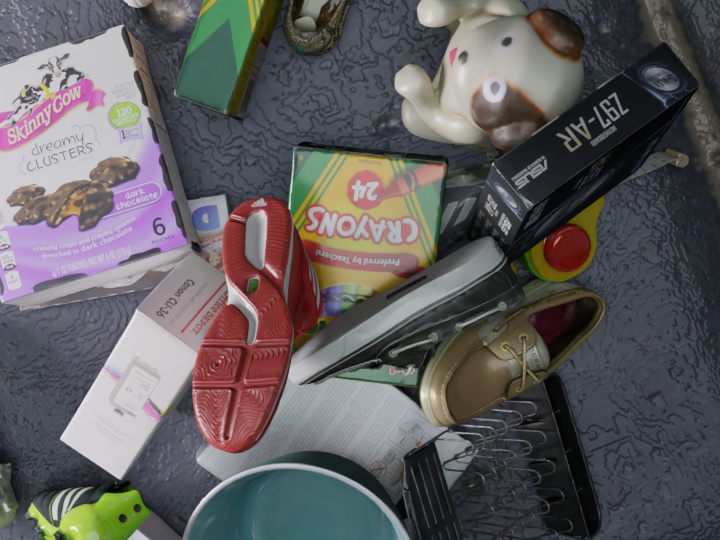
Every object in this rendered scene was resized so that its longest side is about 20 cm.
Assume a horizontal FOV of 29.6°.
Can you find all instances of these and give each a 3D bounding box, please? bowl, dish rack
[{"bbox_3d":[-0.042,0.233,1.145,0.200,0.105,0.201,2,107,8],"label":"bowl"},{"bbox_3d":[0.117,0.188,1.156,0.054,0.200,0.154,-13,97,44],"label":"dish rack"}]

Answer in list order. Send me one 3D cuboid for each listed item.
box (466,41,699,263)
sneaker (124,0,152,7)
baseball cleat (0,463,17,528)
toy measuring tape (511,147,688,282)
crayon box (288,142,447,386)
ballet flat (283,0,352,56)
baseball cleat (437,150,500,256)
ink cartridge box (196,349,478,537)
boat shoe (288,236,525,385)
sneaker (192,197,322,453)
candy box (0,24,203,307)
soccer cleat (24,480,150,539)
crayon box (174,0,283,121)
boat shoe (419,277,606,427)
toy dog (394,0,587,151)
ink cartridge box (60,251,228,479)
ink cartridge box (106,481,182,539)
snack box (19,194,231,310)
[{"bbox_3d":[0.165,-0.081,1.054,0.160,0.200,0.044,-36,80,-10],"label":"box"},{"bbox_3d":[-0.139,-0.321,1.161,0.129,0.079,0.200,7,85,9],"label":"sneaker"},{"bbox_3d":[-0.380,0.146,1.203,0.106,0.070,0.200,-22,89,12],"label":"baseball cleat"},{"bbox_3d":[0.202,-0.040,1.190,0.200,0.074,0.074,-24,94,-13],"label":"toy measuring tape"},{"bbox_3d":[0.000,0.000,1.137,0.127,0.051,0.200,6,101,4],"label":"crayon box"},{"bbox_3d":[-0.016,-0.280,1.165,0.068,0.075,0.200,20,94,0],"label":"ballet flat"},{"bbox_3d":[0.067,-0.037,1.196,0.200,0.070,0.107,-12,104,9],"label":"baseball cleat"},{"bbox_3d":[-0.021,0.159,1.219,0.200,0.050,0.162,36,94,-7],"label":"ink cartridge box"},{"bbox_3d":[0.034,0.049,1.072,0.200,0.071,0.064,-29,102,12],"label":"boat shoe"},{"bbox_3d":[-0.064,0.055,1.044,0.078,0.116,0.200,1,66,23],"label":"sneaker"},{"bbox_3d":[-0.247,-0.088,1.171,0.167,0.072,0.200,-18,84,2],"label":"candy box"},{"bbox_3d":[-0.232,0.213,1.163,0.081,0.200,0.068,-32,99,-23],"label":"soccer cleat"},{"bbox_3d":[-0.095,-0.230,1.146,0.051,0.127,0.200,20,94,0],"label":"crayon box"},{"bbox_3d":[0.131,0.065,1.142,0.200,0.066,0.074,-38,116,-33],"label":"boat shoe"},{"bbox_3d":[0.120,-0.149,1.110,0.194,0.200,0.140,31,95,-1],"label":"toy dog"},{"bbox_3d":[-0.162,0.065,1.139,0.067,0.117,0.200,35,120,-2],"label":"ink cartridge box"},{"bbox_3d":[-0.190,0.299,1.218,0.200,0.068,0.115,41,94,-2],"label":"ink cartridge box"},{"bbox_3d":[-0.211,-0.016,1.215,0.200,0.024,0.072,-10,92,2],"label":"snack box"}]
